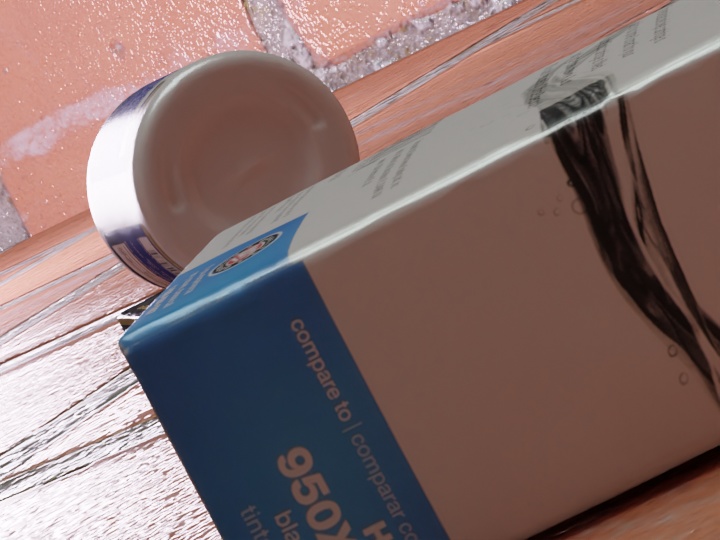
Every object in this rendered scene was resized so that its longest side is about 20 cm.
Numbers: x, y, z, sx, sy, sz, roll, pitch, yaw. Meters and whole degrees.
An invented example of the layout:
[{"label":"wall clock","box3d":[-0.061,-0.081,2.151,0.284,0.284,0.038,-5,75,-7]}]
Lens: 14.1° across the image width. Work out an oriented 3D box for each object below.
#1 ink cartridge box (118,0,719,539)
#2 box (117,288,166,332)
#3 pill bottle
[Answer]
[{"label":"ink cartridge box","box3d":[0.059,-0.006,0.680,0.199,0.084,0.145,-27,6,11]},{"label":"box","box3d":[0.000,0.000,1.102,0.159,0.049,0.200,-30,6,-12]},{"label":"pill bottle","box3d":[-0.081,-0.048,1.538,0.119,0.120,0.200,-28,6,-15]}]
